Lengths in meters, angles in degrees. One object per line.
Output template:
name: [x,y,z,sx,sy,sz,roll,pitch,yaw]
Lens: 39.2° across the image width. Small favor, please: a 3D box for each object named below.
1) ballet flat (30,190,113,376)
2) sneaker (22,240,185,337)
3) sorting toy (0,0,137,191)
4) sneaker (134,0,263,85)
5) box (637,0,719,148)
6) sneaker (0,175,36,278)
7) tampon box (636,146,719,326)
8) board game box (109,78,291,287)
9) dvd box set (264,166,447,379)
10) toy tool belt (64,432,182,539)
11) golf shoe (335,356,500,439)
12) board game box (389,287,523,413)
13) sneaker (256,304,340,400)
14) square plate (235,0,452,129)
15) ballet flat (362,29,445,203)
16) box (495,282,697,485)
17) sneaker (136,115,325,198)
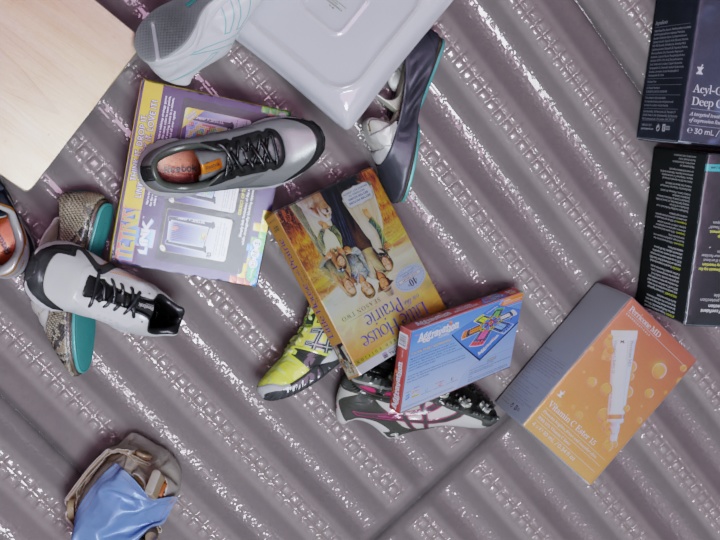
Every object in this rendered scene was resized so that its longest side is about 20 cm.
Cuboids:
ballet flat: [-0.320,0.011,1.103,0.075,0.068,0.201,9,93,8]
sneaker: [-0.260,0.022,1.051,0.200,0.080,0.074,27,77,-56]
sorting toy: [-0.364,-0.222,1.034,0.200,0.070,0.199,38,89,-22]
sneaker: [-0.148,-0.276,1.062,0.200,0.080,0.070,-42,69,-5]
box: [0.429,-0.244,1.193,0.148,0.107,0.201,4,98,-12]
sneaker: [-0.409,-0.080,1.054,0.078,0.079,0.200,-35,104,-4]
tampon box: [0.437,-0.041,1.220,0.149,0.126,0.201,3,100,-12]
board game box: [-0.177,-0.094,1.113,0.165,0.057,0.201,11,97,-12]
dvd box set: [0.000,0.000,1.129,0.146,0.029,0.201,-27,90,-32]
toy tool belt: [-0.273,0.290,1.124,0.125,0.123,0.201,29,93,-15]
golf shoe: [0.067,0.159,1.213,0.199,0.077,0.088,17,116,-12]
board game box: [0.113,0.089,1.163,0.199,0.019,0.103,-15,122,-43]
sneaker: [-0.046,0.072,1.169,0.200,0.075,0.077,-40,98,-14]
square plate: [-0.029,-0.292,1.099,0.200,0.028,0.198,39,92,-1]
ballet flat: [0.039,-0.178,1.140,0.073,0.073,0.201,14,91,-14]
box: [0.284,0.135,1.232,0.124,0.097,0.200,40,89,-16]
sneaker: [-0.131,-0.113,1.050,0.199,0.079,0.074,-13,100,-10]
